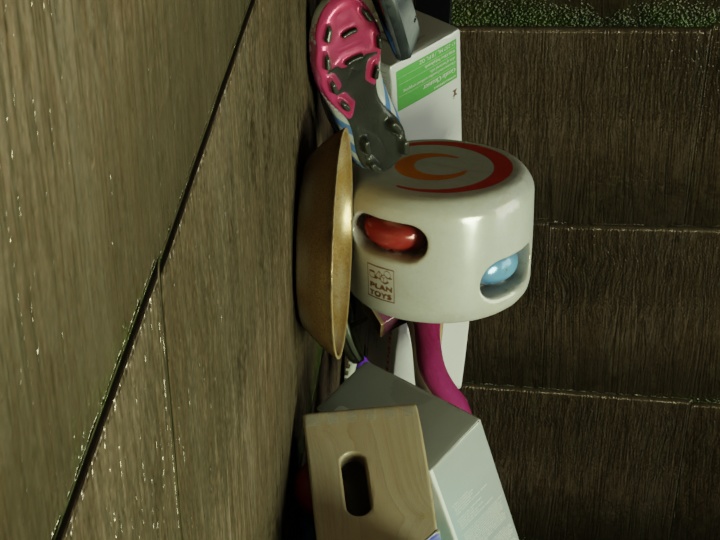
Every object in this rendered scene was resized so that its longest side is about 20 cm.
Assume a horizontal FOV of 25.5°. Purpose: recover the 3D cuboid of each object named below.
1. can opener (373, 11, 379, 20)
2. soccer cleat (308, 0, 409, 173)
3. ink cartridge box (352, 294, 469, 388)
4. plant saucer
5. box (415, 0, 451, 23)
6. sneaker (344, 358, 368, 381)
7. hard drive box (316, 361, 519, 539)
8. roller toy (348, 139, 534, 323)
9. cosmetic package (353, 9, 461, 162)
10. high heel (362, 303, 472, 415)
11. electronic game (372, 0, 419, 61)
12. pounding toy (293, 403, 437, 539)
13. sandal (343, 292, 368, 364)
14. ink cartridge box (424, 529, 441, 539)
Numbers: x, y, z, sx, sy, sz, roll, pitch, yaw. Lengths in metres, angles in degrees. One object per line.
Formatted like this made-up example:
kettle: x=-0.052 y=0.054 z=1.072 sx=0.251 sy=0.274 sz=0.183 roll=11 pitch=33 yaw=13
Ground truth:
can opener: x=0.022 y=-0.210 z=1.796 sx=0.066 sy=0.052 sz=0.201 roll=36 pitch=50 yaw=-40
soccer cleat: x=-0.016 y=-0.172 z=1.419 sx=0.086 sy=0.070 sz=0.200 roll=45 pitch=-18 yaw=42
ink cartridge box: x=0.051 y=0.032 z=1.750 sx=0.200 sy=0.084 sz=0.147 roll=-132 pitch=-135 yaw=-66
plant saucer: x=-0.032 y=-0.024 z=1.381 sx=0.200 sy=0.035 sz=0.201 roll=2 pitch=90 yaw=-86
box: x=0.149 y=-0.465 z=3.288 sx=0.200 sy=0.078 sz=0.142 roll=87 pitch=4 yaw=-54
sneaker: x=0.027 y=0.180 z=1.831 sx=0.070 sy=0.099 sz=0.201 roll=84 pitch=9 yaw=-74
hard drive box: x=0.060 y=0.205 z=1.565 sx=0.077 sy=0.156 sz=0.201 roll=-42 pitch=134 yaw=-25
roller toy: x=0.072 y=-0.034 z=1.529 sx=0.183 sy=0.199 sz=0.140 roll=-106 pitch=-166 yaw=-65
cosmetic package: x=0.043 y=-0.159 z=1.669 sx=0.107 sy=0.085 sz=0.201 roll=-34 pitch=135 yaw=-32
high heel: x=0.089 y=0.085 z=1.584 sx=0.200 sy=0.096 sz=0.067 roll=59 pitch=-15 yaw=14
electronic game: x=0.005 y=-0.277 z=1.376 sx=0.200 sy=0.041 sz=0.201 roll=-20 pitch=90 yaw=-88
pounding toy: x=-0.009 y=0.236 z=1.355 sx=0.185 sy=0.141 sz=0.201 roll=88 pitch=-5 yaw=-49
sandal: x=0.000 y=-0.001 z=1.664 sx=0.080 sy=0.057 sz=0.202 roll=-56 pitch=148 yaw=-82
ink cartridge box: x=0.007 y=0.325 z=1.262 sx=0.199 sy=0.041 sz=0.200 roll=-37 pitch=147 yaw=-24
